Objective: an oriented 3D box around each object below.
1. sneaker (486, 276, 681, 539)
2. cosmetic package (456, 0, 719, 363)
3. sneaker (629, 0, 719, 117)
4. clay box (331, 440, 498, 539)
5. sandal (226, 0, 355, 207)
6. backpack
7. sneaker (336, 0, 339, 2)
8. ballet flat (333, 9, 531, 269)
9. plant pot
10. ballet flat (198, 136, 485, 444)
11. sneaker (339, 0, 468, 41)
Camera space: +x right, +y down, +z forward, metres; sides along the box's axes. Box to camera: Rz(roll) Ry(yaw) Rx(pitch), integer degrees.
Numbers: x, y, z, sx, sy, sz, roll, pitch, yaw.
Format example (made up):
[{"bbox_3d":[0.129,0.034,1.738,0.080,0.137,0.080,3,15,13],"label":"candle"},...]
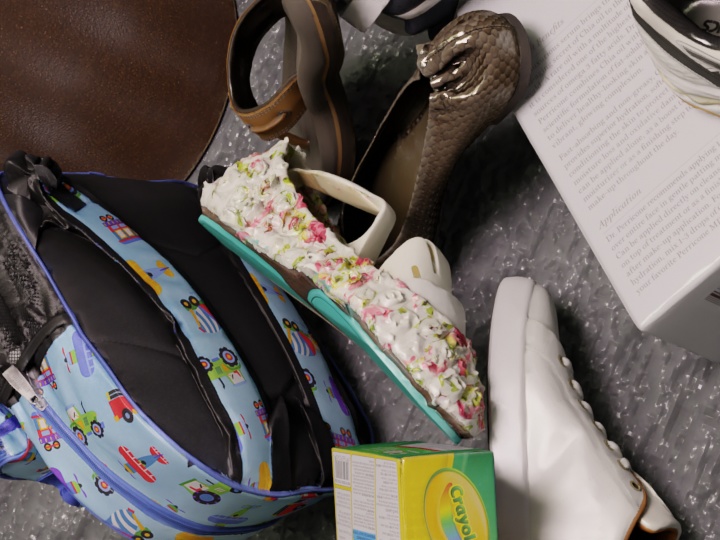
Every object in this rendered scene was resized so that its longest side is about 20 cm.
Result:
[{"bbox_3d":[0.098,0.094,1.249,0.085,0.073,0.200,-4,62,4],"label":"sneaker"},{"bbox_3d":[0.135,-0.070,1.257,0.101,0.071,0.200,-41,54,22],"label":"cosmetic package"},{"bbox_3d":[0.199,-0.095,1.128,0.200,0.088,0.076,5,69,28],"label":"sneaker"},{"bbox_3d":[0.027,0.177,1.217,0.115,0.048,0.200,177,89,-75],"label":"clay box"},{"bbox_3d":[-0.037,-0.094,1.332,0.054,0.200,0.082,-14,68,-5],"label":"sandal"},{"bbox_3d":[-0.098,0.054,1.339,0.135,0.182,0.200,-49,63,25],"label":"backpack"},{"bbox_3d":[-0.054,-0.231,1.447,0.076,0.091,0.200,-38,54,25],"label":"sneaker"},{"bbox_3d":[0.020,-0.049,1.308,0.200,0.046,0.067,-57,48,47],"label":"ballet flat"},{"bbox_3d":[-0.198,-0.129,1.454,0.187,0.200,0.187,-13,68,35],"label":"plant pot"},{"bbox_3d":[0.000,0.000,1.271,0.064,0.076,0.200,-47,54,-4],"label":"ballet flat"},{"bbox_3d":[0.034,-0.177,1.335,0.130,0.079,0.199,-52,13,32],"label":"sneaker"}]
